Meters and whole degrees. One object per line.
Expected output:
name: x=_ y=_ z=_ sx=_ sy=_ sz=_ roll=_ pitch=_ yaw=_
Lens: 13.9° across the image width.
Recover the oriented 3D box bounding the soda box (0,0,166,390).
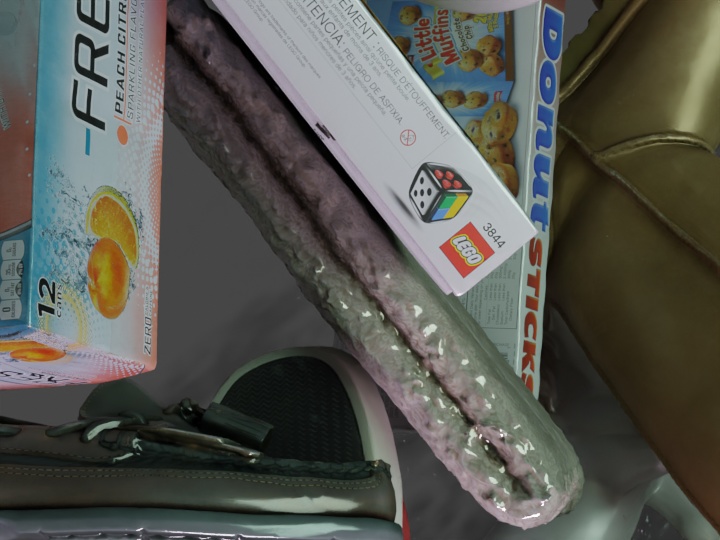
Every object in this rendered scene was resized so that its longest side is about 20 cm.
soda box: x=-0.096 y=-0.071 z=0.824 sx=0.068 sy=0.063 sz=0.201 roll=25 pitch=62 yaw=-60

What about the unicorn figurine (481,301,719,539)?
unicorn figurine: x=0.084 y=0.088 z=1.049 sx=0.200 sy=0.137 sz=0.074 roll=-52 pitch=156 yaw=-16

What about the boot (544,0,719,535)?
boot: x=0.143 y=-0.015 z=1.021 sx=0.175 sy=0.200 sz=0.066 roll=-44 pitch=145 yaw=1

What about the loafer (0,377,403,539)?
loafer: x=-0.087 y=0.054 z=0.850 sx=0.072 sy=0.199 sz=0.063 roll=78 pitch=12 yaw=-76

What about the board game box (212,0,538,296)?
board game box: x=-0.010 y=-0.068 z=0.906 sx=0.035 sy=0.200 sz=0.126 roll=-38 pitch=103 yaw=3

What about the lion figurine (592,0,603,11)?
lion figurine: x=0.104 y=-0.167 z=1.101 sx=0.122 sy=0.072 sz=0.201 roll=20 pitch=66 yaw=-56

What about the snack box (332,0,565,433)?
snack box: x=0.032 y=-0.043 z=1.028 sx=0.024 sy=0.072 sz=0.201 roll=18 pitch=75 yaw=-61

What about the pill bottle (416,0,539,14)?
pill bottle: x=0.056 y=-0.191 z=0.969 sx=0.110 sy=0.109 sz=0.201 roll=47 pitch=56 yaw=-31

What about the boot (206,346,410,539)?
boot: x=0.001 y=0.132 z=0.929 sx=0.144 sy=0.072 sz=0.201 roll=35 pitch=48 yaw=-62

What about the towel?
towel: x=0.000 y=0.000 z=0.933 sx=0.034 sy=0.133 sz=0.200 roll=-39 pitch=83 yaw=5
